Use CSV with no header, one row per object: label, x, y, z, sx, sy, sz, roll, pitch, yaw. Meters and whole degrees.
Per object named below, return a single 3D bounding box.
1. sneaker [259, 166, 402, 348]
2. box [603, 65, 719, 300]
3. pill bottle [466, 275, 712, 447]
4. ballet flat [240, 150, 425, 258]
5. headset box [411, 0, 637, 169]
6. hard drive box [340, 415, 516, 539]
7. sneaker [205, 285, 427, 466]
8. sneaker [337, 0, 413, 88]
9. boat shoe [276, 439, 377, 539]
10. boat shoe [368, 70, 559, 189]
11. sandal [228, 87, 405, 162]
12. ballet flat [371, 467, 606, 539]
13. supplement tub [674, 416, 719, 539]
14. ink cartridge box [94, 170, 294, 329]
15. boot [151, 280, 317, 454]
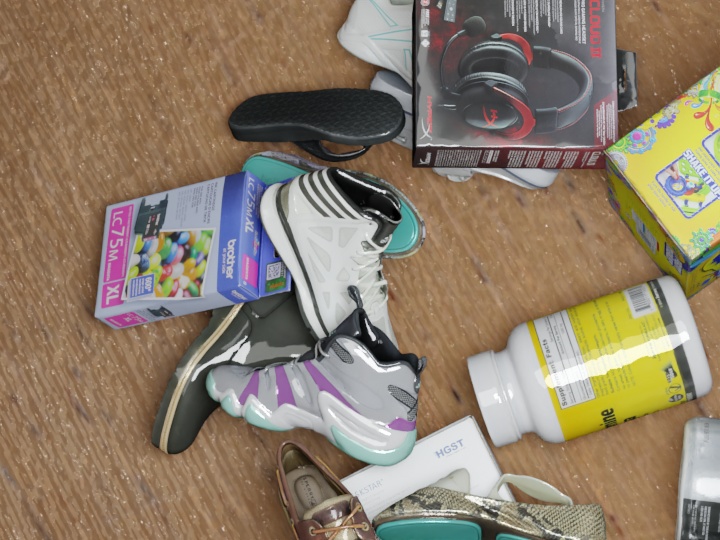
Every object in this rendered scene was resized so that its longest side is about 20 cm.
sneaker,0.000,0.000,1.537,0.115,0.076,0.201,-20,105,41
box,0.324,-0.092,1.507,0.192,0.200,0.122,-37,76,2
pill bottle,0.201,0.086,1.538,0.199,0.112,0.113,-19,77,6
ballet flat,-0.017,-0.062,1.621,0.200,0.072,0.072,22,83,24
headset box,0.145,-0.170,1.538,0.199,0.075,0.149,1,79,-1
hard drive box,0.077,0.254,1.544,0.155,0.077,0.201,-26,77,3
sneaker,-0.034,0.076,1.523,0.199,0.078,0.141,16,103,14
sneaker,0.069,-0.207,1.616,0.200,0.070,0.080,33,114,21
boat shoe,-0.024,0.219,1.456,0.072,0.072,0.200,-23,44,-6
boat shoe,0.091,-0.118,1.625,0.200,0.074,0.066,31,115,20
sandal,-0.034,-0.134,1.628,0.200,0.048,0.075,7,44,39
ballet flat,0.112,0.207,1.483,0.199,0.068,0.076,7,58,5
supplement tub,0.373,0.194,1.484,0.199,0.123,0.123,5,80,9
ink cartridge box,-0.154,-0.021,1.609,0.199,0.042,0.120,-11,63,27
boot,-0.093,0.103,1.606,0.138,0.077,0.201,28,86,8
